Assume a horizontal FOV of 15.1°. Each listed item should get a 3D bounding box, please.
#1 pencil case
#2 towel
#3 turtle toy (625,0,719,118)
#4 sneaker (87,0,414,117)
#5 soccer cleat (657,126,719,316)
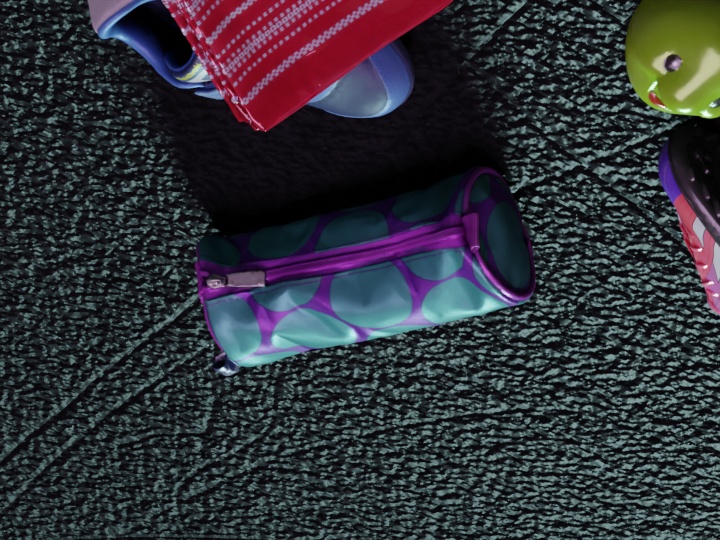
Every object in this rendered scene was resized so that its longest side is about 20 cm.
[{"bbox_3d":[0.000,0.000,1.594,0.199,0.085,0.092,-14,165,26],"label":"pencil case"},{"bbox_3d":[-0.041,-0.177,1.366,0.144,0.022,0.200,-34,128,-3],"label":"towel"},{"bbox_3d":[0.191,-0.162,1.286,0.146,0.101,0.200,34,93,-29],"label":"turtle toy"},{"bbox_3d":[-0.063,-0.122,1.458,0.199,0.082,0.074,24,138,-20],"label":"sneaker"},{"bbox_3d":[0.215,-0.007,1.559,0.073,0.068,0.200,-16,138,34],"label":"soccer cleat"}]
